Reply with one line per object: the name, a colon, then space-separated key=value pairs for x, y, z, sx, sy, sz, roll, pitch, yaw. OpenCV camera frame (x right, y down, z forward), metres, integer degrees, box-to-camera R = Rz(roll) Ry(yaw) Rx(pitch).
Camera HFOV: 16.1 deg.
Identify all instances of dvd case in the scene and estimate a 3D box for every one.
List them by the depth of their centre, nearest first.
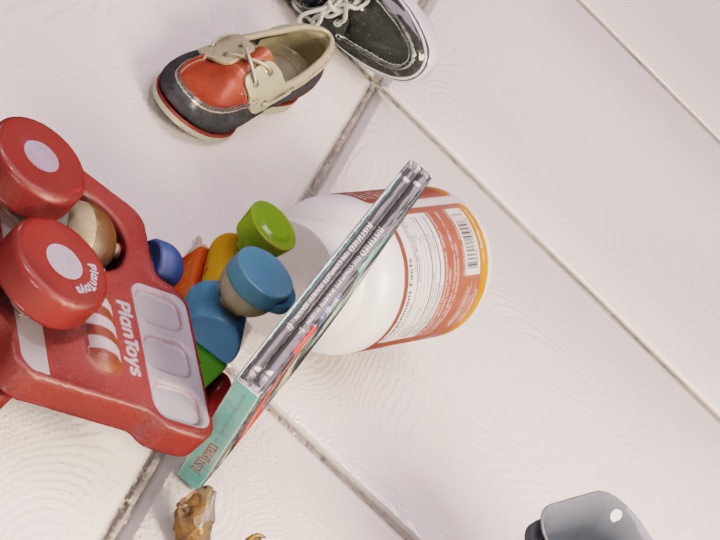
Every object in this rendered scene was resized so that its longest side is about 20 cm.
dvd case: x=-0.035 y=0.034 z=1.568 sx=0.022 sy=0.146 sz=0.200 roll=38 pitch=58 yaw=3

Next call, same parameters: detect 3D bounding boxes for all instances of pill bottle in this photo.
pill bottle: x=0.000 y=0.000 z=1.783 sx=0.112 sy=0.112 sz=0.200 roll=56 pitch=28 yaw=15

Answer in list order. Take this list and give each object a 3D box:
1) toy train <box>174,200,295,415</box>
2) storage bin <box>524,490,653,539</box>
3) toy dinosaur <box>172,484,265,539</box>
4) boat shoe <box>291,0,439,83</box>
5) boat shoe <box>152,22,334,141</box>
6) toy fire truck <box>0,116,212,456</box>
toy train: x=-0.088 y=-0.004 z=1.655 sx=0.085 sy=0.116 sz=0.200 roll=39 pitch=29 yaw=-18
storage bin: x=0.141 y=0.266 z=1.619 sx=0.200 sy=0.134 sz=0.145 roll=56 pitch=28 yaw=17
toy dinosaur: x=-0.070 y=0.215 z=1.482 sx=0.106 sy=0.061 sz=0.200 roll=6 pitch=38 yaw=-20
boat shoe: x=-0.020 y=-0.227 z=2.089 sx=0.199 sy=0.074 sz=0.068 roll=49 pitch=23 yaw=1
boat shoe: x=-0.085 y=-0.146 z=1.904 sx=0.071 sy=0.063 sz=0.200 roll=54 pitch=29 yaw=8
toy fire truck: x=-0.172 y=0.010 z=1.509 sx=0.167 sy=0.112 sz=0.201 roll=22 pitch=37 yaw=-36
